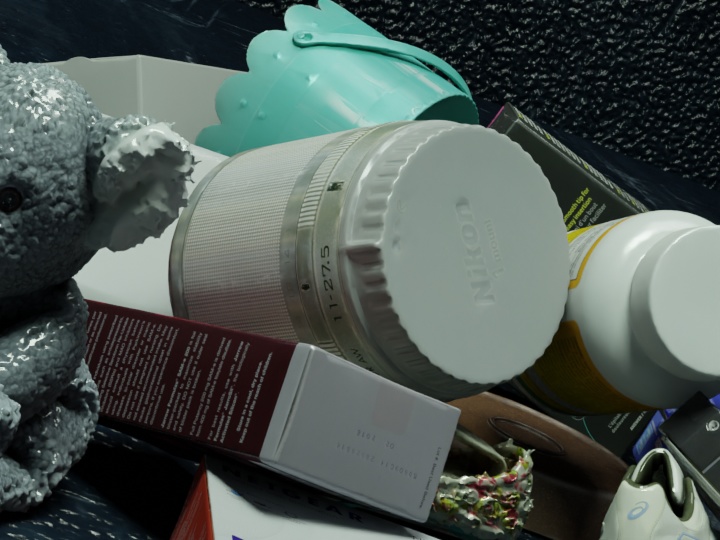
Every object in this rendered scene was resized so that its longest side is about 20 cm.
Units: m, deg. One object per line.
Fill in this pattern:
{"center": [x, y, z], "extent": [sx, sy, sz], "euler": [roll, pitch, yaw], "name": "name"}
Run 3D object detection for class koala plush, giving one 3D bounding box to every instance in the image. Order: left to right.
{"center": [-0.175, -0.009, 1.213], "extent": [0.177, 0.201, 0.184], "euler": [27, 11, 26], "name": "koala plush"}

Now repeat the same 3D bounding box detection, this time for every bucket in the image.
{"center": [-0.015, -0.087, 1.965], "extent": [0.135, 0.208, 0.207], "euler": [33, 14, 21], "name": "bucket"}

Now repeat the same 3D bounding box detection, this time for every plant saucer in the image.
{"center": [0.098, 0.116, 1.629], "extent": [0.200, 0.035, 0.200], "euler": [22, 10, -4], "name": "plant saucer"}

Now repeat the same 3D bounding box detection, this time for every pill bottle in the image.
{"center": [0.161, 0.025, 1.511], "extent": [0.112, 0.113, 0.200], "euler": [20, -12, -16], "name": "pill bottle"}

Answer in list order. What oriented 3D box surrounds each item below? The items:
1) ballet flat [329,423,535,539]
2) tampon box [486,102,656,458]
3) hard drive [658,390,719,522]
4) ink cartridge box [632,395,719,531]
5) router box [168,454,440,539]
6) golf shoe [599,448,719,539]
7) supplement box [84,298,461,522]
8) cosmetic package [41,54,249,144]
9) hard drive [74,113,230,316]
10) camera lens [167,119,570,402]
{"center": [0.011, 0.101, 1.438], "extent": [0.200, 0.064, 0.076], "euler": [16, 14, -31], "name": "ballet flat"}
{"center": [0.137, 0.006, 1.816], "extent": [0.200, 0.150, 0.126], "euler": [37, 7, -5], "name": "tampon box"}
{"center": [0.250, 0.165, 1.442], "extent": [0.200, 0.038, 0.140], "euler": [47, -1, 28], "name": "hard drive"}
{"center": [0.248, 0.136, 1.636], "extent": [0.200, 0.076, 0.136], "euler": [32, 10, -5], "name": "ink cartridge box"}
{"center": [0.014, 0.162, 1.177], "extent": [0.199, 0.049, 0.180], "euler": [21, 11, -11], "name": "router box"}
{"center": [0.174, 0.144, 1.438], "extent": [0.078, 0.098, 0.200], "euler": [3, 4, 15], "name": "golf shoe"}
{"center": [-0.060, 0.066, 1.289], "extent": [0.200, 0.061, 0.109], "euler": [9, -12, 47], "name": "supplement box"}
{"center": [-0.159, -0.113, 1.982], "extent": [0.107, 0.085, 0.200], "euler": [-2, 0, 27], "name": "cosmetic package"}
{"center": [-0.091, -0.011, 1.645], "extent": [0.200, 0.132, 0.027], "euler": [18, -31, -26], "name": "hard drive"}
{"center": [0.000, 0.000, 1.502], "extent": [0.160, 0.161, 0.200], "euler": [14, -14, -40], "name": "camera lens"}
